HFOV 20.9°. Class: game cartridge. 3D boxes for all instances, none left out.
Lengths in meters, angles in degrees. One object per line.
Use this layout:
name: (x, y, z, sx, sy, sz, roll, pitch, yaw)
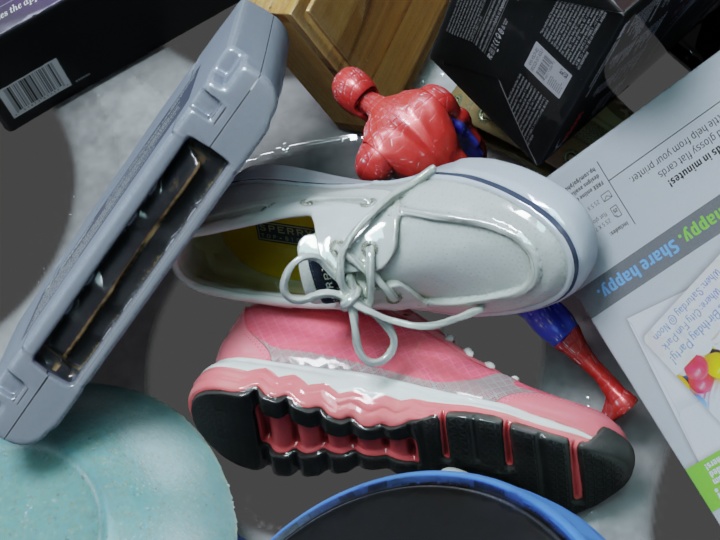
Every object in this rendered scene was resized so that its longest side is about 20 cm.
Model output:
game cartridge: (-0.097, -0.025, 0.876, 0.041, 0.133, 0.200, 35, 107, -7)

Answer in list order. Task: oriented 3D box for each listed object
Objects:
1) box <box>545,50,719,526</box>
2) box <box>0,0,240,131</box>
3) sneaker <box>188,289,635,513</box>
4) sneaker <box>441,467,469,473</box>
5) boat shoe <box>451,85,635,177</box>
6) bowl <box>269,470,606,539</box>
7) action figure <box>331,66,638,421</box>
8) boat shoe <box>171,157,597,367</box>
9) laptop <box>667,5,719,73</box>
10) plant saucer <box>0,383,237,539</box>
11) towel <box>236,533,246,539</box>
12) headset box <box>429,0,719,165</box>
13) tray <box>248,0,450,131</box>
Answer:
box: (0.177, 0.012, 0.796, 0.156, 0.041, 0.200, -36, 82, 35)
box: (-0.136, -0.188, 1.016, 0.200, 0.079, 0.141, -30, 60, -4)
sneaker: (0.027, 0.049, 0.872, 0.200, 0.074, 0.087, 11, 51, 10)
sneaker: (0.010, 0.169, 0.810, 0.099, 0.078, 0.200, 33, 65, 12)
boat shoe: (0.118, -0.036, 0.898, 0.063, 0.073, 0.201, -45, 63, 4)
bowl: (0.019, 0.169, 0.734, 0.200, 0.039, 0.201, -13, 56, 21)
action figure: (0.056, -0.014, 0.908, 0.065, 0.099, 0.200, -43, 87, -14)
boat shoe: (-0.002, -0.004, 0.837, 0.202, 0.075, 0.086, 8, 33, 34)
laptop: (0.186, -0.165, 0.978, 0.200, 0.103, 0.177, 40, 77, -1)
plant saucer: (-0.154, 0.131, 0.866, 0.201, 0.039, 0.201, -11, 55, 16)
towel: (-0.087, 0.209, 0.844, 0.147, 0.024, 0.200, 29, 73, 21)
headset box: (0.134, -0.156, 0.833, 0.200, 0.149, 0.075, -41, 80, -19)
tray: (0.021, -0.178, 0.963, 0.037, 0.099, 0.200, 11, 66, 38)
